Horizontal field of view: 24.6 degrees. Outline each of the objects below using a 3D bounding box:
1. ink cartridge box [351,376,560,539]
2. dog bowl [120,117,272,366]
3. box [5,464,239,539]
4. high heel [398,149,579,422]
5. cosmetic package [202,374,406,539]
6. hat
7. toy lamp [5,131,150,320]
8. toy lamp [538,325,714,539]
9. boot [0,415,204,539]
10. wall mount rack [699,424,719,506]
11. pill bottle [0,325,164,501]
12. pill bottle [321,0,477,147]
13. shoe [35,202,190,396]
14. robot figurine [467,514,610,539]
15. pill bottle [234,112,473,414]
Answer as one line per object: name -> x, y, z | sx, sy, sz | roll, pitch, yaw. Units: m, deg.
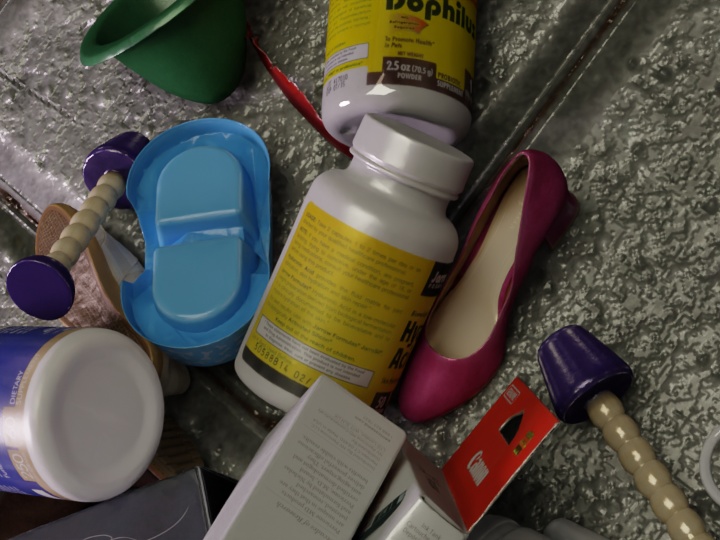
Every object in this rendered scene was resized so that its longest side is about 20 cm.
ink cartridge box -> 0.043, 0.136, 1.040 | 0.043, 0.200, 0.174 | 37, 92, -4
dog bowl -> -0.115, -0.018, 1.219 | 0.111, 0.050, 0.201 | -8, 56, 8
box -> -0.149, 0.266, 1.125 | 0.195, 0.124, 0.201 | -21, 65, 16
high heel -> 0.076, 0.011, 1.116 | 0.067, 0.096, 0.200 | 40, 93, 30
cosmetic package -> -0.057, 0.174, 1.021 | 0.071, 0.101, 0.200 | 35, 53, -4
hat -> -0.106, -0.152, 1.304 | 0.165, 0.176, 0.200 | -33, 25, 15
toy lamp -> -0.203, -0.042, 1.236 | 0.058, 0.059, 0.200 | -9, 29, 23
toy lamp -> 0.179, 0.121, 1.046 | 0.058, 0.058, 0.200 | -39, 63, 9
boot -> -0.215, 0.166, 1.234 | 0.200, 0.072, 0.167 | 35, 100, 30
wall mount rack -> 0.311, 0.123, 0.980 | 0.199, 0.075, 0.175 | -23, 61, 12
pill bottle -> -0.241, 0.096, 1.149 | 0.199, 0.115, 0.117 | -1, 72, 41
pill bottle -> 0.031, -0.192, 1.198 | 0.108, 0.109, 0.202 | -4, 72, 24
shoe -> -0.193, 0.025, 1.273 | 0.070, 0.053, 0.200 | -53, 54, 25
robot figurine -> 0.107, 0.224, 1.021 | 0.199, 0.114, 0.170 | 23, 48, 30
pill bottle -> 0.000, 0.000, 1.125 | 0.111, 0.111, 0.201 | 30, 102, 30
